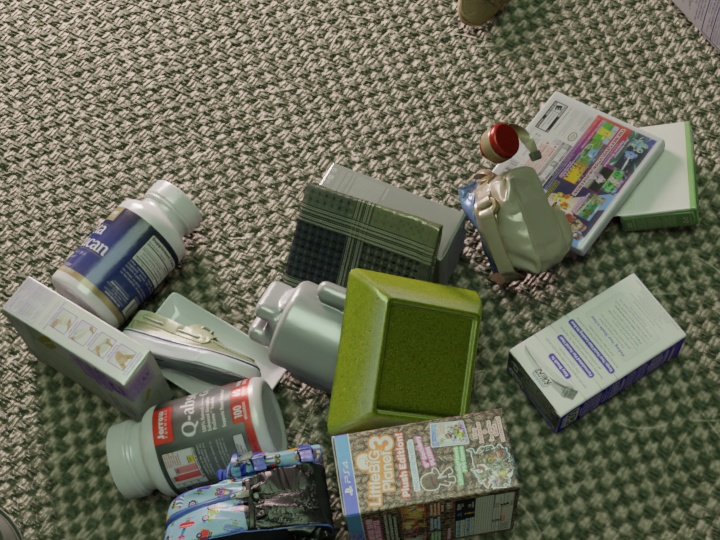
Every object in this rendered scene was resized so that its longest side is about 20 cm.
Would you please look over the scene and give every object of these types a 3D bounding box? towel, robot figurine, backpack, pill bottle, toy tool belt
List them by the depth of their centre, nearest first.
[{"bbox_3d":[-0.132,0.292,1.353,0.200,0.183,0.135,-9,59,-4],"label":"backpack"},{"bbox_3d":[-0.198,0.209,1.438,0.200,0.116,0.116,-16,61,6],"label":"pill bottle"},{"bbox_3d":[-0.037,0.086,1.472,0.200,0.170,0.113,25,43,4],"label":"robot figurine"},{"bbox_3d":[0.000,0.000,1.526,0.200,0.035,0.193,20,109,18],"label":"towel"},{"bbox_3d":[0.180,-0.080,1.541,0.125,0.123,0.200,-22,90,-38],"label":"toy tool belt"},{"bbox_3d":[-0.307,-0.024,1.581,0.111,0.111,0.200,32,68,19],"label":"pill bottle"}]

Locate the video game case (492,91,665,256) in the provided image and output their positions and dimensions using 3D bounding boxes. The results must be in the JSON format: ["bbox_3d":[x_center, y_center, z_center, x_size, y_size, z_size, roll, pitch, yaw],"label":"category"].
[{"bbox_3d":[0.286,-0.136,1.619,0.182,0.023,0.200,31,75,31],"label":"video game case"}]

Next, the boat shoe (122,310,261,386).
[{"bbox_3d":[-0.215,0.097,1.507,0.200,0.072,0.062,15,66,15],"label":"boat shoe"}]

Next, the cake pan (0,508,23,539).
[{"bbox_3d":[-0.506,0.366,1.427,0.200,0.037,0.201,-2,61,3],"label":"cake pan"}]

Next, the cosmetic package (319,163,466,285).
[{"bbox_3d":[0.036,-0.055,1.577,0.200,0.107,0.090,24,66,18],"label":"cosmetic package"}]

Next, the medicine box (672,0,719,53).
[{"bbox_3d":[0.577,-0.424,1.738,0.182,0.103,0.200,-26,64,-10],"label":"medicine box"}]

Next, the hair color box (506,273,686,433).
[{"bbox_3d":[0.298,0.104,1.497,0.200,0.065,0.109,-29,64,-13],"label":"hair color box"}]

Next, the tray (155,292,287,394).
[{"bbox_3d":[-0.198,0.117,1.548,0.200,0.022,0.107,29,68,18],"label":"tray"}]

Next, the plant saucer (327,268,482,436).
[{"bbox_3d":[0.068,0.110,1.420,0.200,0.048,0.200,11,85,-32],"label":"plant saucer"}]

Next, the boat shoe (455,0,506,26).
[{"bbox_3d":[0.195,-0.449,1.811,0.073,0.063,0.200,30,68,-10],"label":"boat shoe"}]

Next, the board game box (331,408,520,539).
[{"bbox_3d":[0.076,0.250,1.379,0.200,0.160,0.097,-9,61,-1],"label":"board game box"}]

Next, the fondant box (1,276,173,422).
[{"bbox_3d":[-0.343,0.105,1.495,0.200,0.144,0.058,27,66,17],"label":"fondant box"}]

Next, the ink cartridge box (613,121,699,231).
[{"bbox_3d":[0.359,-0.125,1.627,0.200,0.048,0.146,-6,60,19],"label":"ink cartridge box"}]
